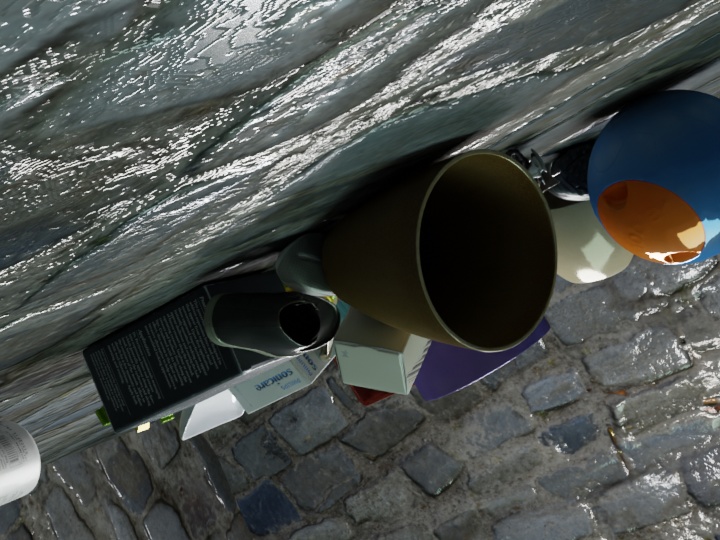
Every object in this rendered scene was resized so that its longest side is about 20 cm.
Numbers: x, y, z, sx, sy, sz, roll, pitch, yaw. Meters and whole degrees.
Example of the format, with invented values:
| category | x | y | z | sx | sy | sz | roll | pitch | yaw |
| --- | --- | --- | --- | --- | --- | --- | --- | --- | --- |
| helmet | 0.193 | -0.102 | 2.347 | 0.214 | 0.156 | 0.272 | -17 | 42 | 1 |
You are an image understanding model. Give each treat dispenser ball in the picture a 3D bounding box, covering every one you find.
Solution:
| category | x | y | z | sx | sy | sz | roll | pitch | yaw |
| --- | --- | --- | --- | --- | --- | --- | --- | --- | --- |
| treat dispenser ball | 0.363 | -0.107 | 1.321 | 0.201 | 0.201 | 0.201 | -24 | 175 | -2 |

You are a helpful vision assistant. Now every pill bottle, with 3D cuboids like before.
| category | x | y | z | sx | sy | sz | roll | pitch | yaw |
| --- | --- | --- | --- | --- | --- | --- | --- | --- | --- |
| pill bottle | -0.547 | 0.283 | 1.570 | 0.114 | 0.114 | 0.200 | -27 | 174 | 29 |

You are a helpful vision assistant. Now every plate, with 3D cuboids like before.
| category | x | y | z | sx | sy | sz | roll | pitch | yaw |
| --- | --- | --- | --- | --- | --- | --- | --- | --- | --- |
| plate | -0.188 | 0.132 | 1.648 | 0.200 | 0.032 | 0.200 | -68 | 163 | 11 |

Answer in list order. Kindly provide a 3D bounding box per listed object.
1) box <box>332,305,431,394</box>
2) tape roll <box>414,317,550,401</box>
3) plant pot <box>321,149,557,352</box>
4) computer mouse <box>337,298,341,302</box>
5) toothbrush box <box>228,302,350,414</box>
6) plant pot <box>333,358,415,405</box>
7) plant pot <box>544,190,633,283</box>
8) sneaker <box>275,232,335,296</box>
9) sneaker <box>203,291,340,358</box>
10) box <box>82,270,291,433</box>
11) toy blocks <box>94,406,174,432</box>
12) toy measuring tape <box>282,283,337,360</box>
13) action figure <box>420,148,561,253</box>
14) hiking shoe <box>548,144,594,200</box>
| category | x | y | z | sx | sy | sz | roll | pitch | yaw |
| --- | --- | --- | --- | --- | --- | --- | --- | --- | --- |
| box | 0.045 | 0.037 | 1.257 | 0.082 | 0.068 | 0.200 | 9 | -135 | 21 |
| tape roll | 0.151 | 0.091 | 1.560 | 0.200 | 0.085 | 0.200 | -31 | 179 | 0 |
| plant pot | 0.057 | -0.013 | 1.129 | 0.186 | 0.187 | 0.200 | -20 | -171 | -39 |
| computer mouse | 0.000 | 0.000 | 1.533 | 0.110 | 0.044 | 0.200 | -33 | 179 | 39 |
| toothbrush box | -0.087 | 0.091 | 1.583 | 0.146 | 0.085 | 0.200 | -29 | -166 | 44 |
| plant pot | 0.064 | 0.060 | 1.782 | 0.200 | 0.200 | 0.176 | -28 | -175 | 38 |
| plant pot | 0.326 | -0.060 | 1.668 | 0.200 | 0.135 | 0.200 | -18 | -166 | 5 |
| sneaker | -0.045 | -0.001 | 1.254 | 0.080 | 0.071 | 0.200 | -24 | 176 | 24 |
| sneaker | -0.062 | 0.060 | 1.225 | 0.106 | 0.075 | 0.200 | 2 | 180 | 36 |
| box | -0.189 | 0.093 | 1.327 | 0.200 | 0.107 | 0.148 | -26 | 174 | 27 |
| toy blocks | -0.273 | 0.145 | 1.649 | 0.137 | 0.100 | 0.200 | -40 | 167 | 30 |
| toy measuring tape | -0.065 | 0.045 | 1.425 | 0.073 | 0.074 | 0.200 | -23 | 148 | -19 |
| action figure | 0.139 | -0.087 | 1.269 | 0.200 | 0.069 | 0.130 | -24 | 170 | -47 |
| hiking shoe | 0.297 | -0.123 | 1.543 | 0.200 | 0.076 | 0.101 | -20 | 170 | -45 |
